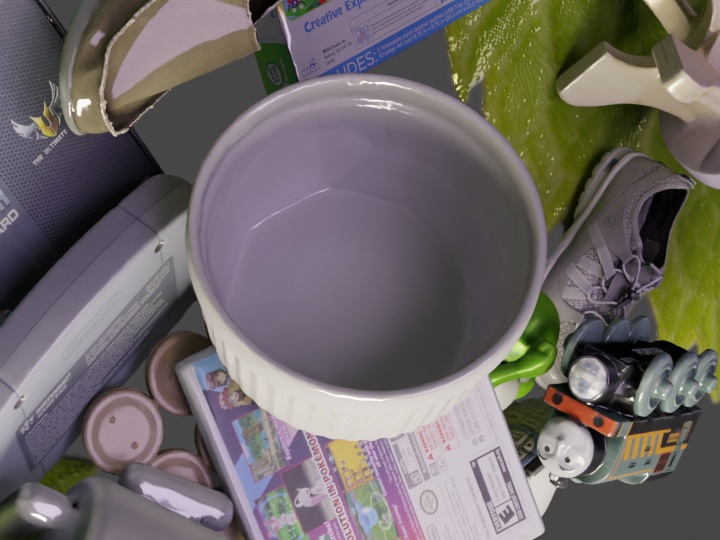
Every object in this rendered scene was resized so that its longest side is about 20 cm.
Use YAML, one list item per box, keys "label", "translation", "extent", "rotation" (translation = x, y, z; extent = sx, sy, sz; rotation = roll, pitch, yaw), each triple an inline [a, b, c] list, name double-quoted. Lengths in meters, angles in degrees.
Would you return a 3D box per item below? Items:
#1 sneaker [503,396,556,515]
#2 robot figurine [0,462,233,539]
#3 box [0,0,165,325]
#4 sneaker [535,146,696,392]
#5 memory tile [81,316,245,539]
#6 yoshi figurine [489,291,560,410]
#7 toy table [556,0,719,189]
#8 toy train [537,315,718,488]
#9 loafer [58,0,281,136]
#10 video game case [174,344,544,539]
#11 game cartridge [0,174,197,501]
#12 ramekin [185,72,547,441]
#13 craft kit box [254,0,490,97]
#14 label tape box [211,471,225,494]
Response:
- label: "sneaker"
  translation: [0.099, 0.179, 1.243]
  extent: [0.200, 0.074, 0.087]
  rotation: [-50, 135, -14]
- label: "robot figurine"
  translation: [-0.120, 0.189, 0.935]
  extent: [0.199, 0.113, 0.171]
  rotation: [30, 57, -21]
- label: "box"
  translation: [-0.217, -0.039, 0.926]
  extent: [0.200, 0.051, 0.158]
  rotation: [-50, 125, -25]
- label: "sneaker"
  translation: [0.186, 0.002, 1.266]
  extent: [0.074, 0.082, 0.202]
  rotation: [26, 84, -40]
- label: "memory tile"
  translation: [-0.064, 0.118, 1.026]
  extent: [0.153, 0.017, 0.201]
  rotation: [-43, 111, -20]
- label: "yoshi figurine"
  translation: [0.076, 0.048, 1.161]
  extent: [0.199, 0.111, 0.114]
  rotation: [5, 69, -60]
- label: "toy table"
  translation: [0.248, -0.160, 1.247]
  extent: [0.117, 0.201, 0.184]
  rotation: [37, 107, -28]
- label: "toy train"
  translation: [0.188, 0.098, 1.193]
  extent: [0.199, 0.085, 0.115]
  rotation: [2, 112, -61]
- label: "loafer"
  translation: [-0.091, -0.147, 0.934]
  extent: [0.201, 0.069, 0.076]
  rotation: [-52, 154, -26]
- label: "video game case"
  translation: [0.004, 0.110, 1.027]
  extent: [0.181, 0.023, 0.202]
  rotation: [-25, 103, -18]
- label: "game cartridge"
  translation: [-0.160, 0.040, 0.955]
  extent: [0.200, 0.040, 0.134]
  rotation: [-50, 169, -23]
- label: "ramekin"
  translation: [0.000, 0.000, 0.952]
  extent: [0.200, 0.199, 0.105]
  rotation: [-48, 167, -24]
- label: "craft kit box"
  translation: [-0.004, -0.237, 1.084]
  extent: [0.199, 0.048, 0.200]
  rotation: [-32, 120, -33]
- label: "label tape box"
  translation: [-0.044, 0.195, 1.112]
  extent: [0.198, 0.066, 0.145]
  rotation: [-4, 99, -39]
